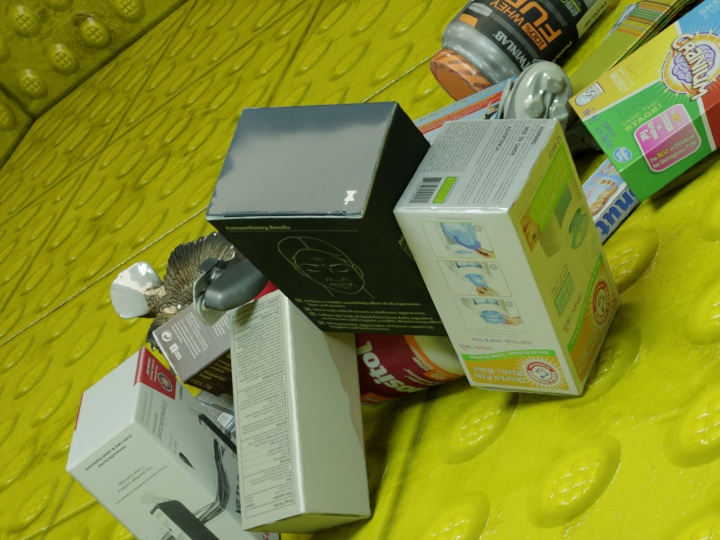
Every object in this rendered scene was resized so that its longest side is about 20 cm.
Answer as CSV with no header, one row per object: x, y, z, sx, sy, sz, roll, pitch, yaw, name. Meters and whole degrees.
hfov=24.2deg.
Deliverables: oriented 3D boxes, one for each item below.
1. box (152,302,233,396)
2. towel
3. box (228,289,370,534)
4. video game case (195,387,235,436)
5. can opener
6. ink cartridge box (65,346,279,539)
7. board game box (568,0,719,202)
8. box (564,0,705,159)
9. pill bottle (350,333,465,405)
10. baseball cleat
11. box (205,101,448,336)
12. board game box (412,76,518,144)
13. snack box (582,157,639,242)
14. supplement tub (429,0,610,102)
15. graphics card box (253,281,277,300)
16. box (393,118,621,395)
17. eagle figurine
-0.108,0.045,1.773,0.200,0.075,0.100,-37,-21,7,box
0.249,-0.210,1.653,0.200,0.018,0.086,-45,14,3,towel
-0.055,0.125,1.468,0.095,0.078,0.200,-22,66,47,box
-0.108,0.099,1.862,0.200,0.019,0.143,-49,20,-13,video game case
-0.083,-0.019,1.527,0.066,0.053,0.200,13,44,31,can opener
-0.165,0.190,1.531,0.084,0.200,0.144,-36,21,13,ink cartridge box
0.296,-0.165,1.485,0.200,0.040,0.153,-36,31,9,board game box
0.274,-0.199,1.660,0.200,0.040,0.137,-55,21,-24,box
0.028,0.059,1.531,0.200,0.113,0.113,-23,29,48,pill bottle
0.153,-0.103,1.607,0.106,0.070,0.200,-119,49,-75,baseball cleat
-0.004,-0.038,1.361,0.148,0.200,0.107,1,62,31,box
0.074,-0.111,1.761,0.200,0.056,0.196,-22,19,25,board game box
0.219,-0.062,1.521,0.200,0.024,0.072,-47,20,-6,snack box
0.176,-0.272,1.878,0.200,0.123,0.123,-49,20,-9,supplement tub
0.000,0.000,1.635,0.125,0.051,0.200,-33,-15,30,graphics card box
0.121,-0.009,1.326,0.101,0.200,0.113,2,44,32,box
-0.180,0.042,1.912,0.151,0.152,0.200,-30,9,-21,eagle figurine
